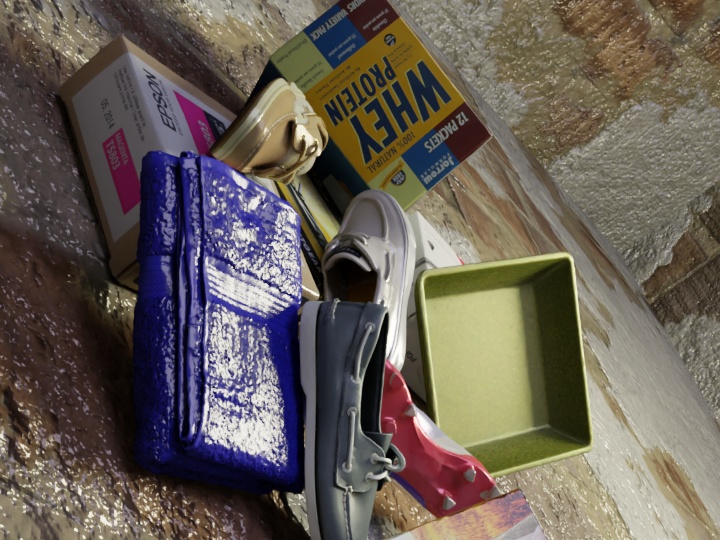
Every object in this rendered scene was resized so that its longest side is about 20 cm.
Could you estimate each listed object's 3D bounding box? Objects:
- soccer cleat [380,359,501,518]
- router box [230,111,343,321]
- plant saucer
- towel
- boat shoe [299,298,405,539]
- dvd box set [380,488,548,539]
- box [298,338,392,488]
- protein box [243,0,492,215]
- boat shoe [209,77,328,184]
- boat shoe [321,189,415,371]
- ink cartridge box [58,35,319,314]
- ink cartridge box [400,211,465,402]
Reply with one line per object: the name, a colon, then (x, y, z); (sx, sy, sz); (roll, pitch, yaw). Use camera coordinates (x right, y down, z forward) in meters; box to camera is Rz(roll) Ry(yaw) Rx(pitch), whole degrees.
soccer cleat: (0.028, 0.125, 0.857); (0.200, 0.067, 0.076); (44, -12, -17)
router box: (-0.065, -0.044, 1.044); (0.201, 0.052, 0.157); (59, 17, 20)
plant saucer: (0.130, 0.092, 1.081); (0.198, 0.048, 0.203); (-7, 91, -35)
towel: (-0.081, 0.034, 0.714); (0.147, 0.049, 0.203); (24, 57, -50)
boat shoe: (-0.003, 0.118, 0.744); (0.073, 0.061, 0.203); (43, 42, -77)
dvd box set: (0.061, 0.230, 0.704); (0.198, 0.029, 0.147); (-9, 62, -39)
box: (-0.045, 0.105, 0.839); (0.122, 0.032, 0.199); (60, 19, 22)
protein box: (-0.001, -0.155, 1.164); (0.199, 0.135, 0.200); (51, -14, -4)
boat shoe: (-0.061, -0.106, 0.882); (0.066, 0.074, 0.200); (45, 17, -4)
boat shoe: (0.000, 0.000, 0.936); (0.070, 0.070, 0.202); (51, 34, -43)
ink cartridge box: (-0.131, -0.060, 0.863); (0.164, 0.075, 0.201); (33, 27, -52)
ink cartridge box: (0.082, 0.050, 1.196); (0.147, 0.083, 0.201); (45, 18, -24)
